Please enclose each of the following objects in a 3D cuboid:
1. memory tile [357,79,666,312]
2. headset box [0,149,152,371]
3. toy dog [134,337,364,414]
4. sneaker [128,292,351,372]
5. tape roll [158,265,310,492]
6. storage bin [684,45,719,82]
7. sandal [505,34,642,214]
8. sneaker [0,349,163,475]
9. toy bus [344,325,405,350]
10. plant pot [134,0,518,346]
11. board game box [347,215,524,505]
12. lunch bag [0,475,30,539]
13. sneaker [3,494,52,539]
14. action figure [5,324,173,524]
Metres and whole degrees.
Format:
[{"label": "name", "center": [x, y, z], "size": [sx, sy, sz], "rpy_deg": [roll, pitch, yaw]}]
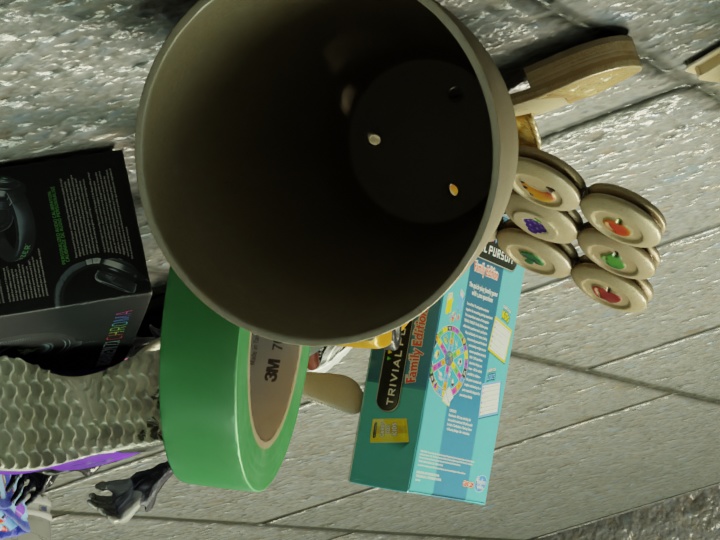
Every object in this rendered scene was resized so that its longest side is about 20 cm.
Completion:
[{"label": "memory tile", "center": [0.082, -0.041, 1.453], "size": [0.200, 0.017, 0.153], "rpy_deg": [25, 160, 11]}, {"label": "headset box", "center": [-0.238, 0.012, 1.484], "size": [0.200, 0.093, 0.174], "rpy_deg": [-9, 165, -16]}, {"label": "toy dog", "center": [-0.055, 0.063, 1.680], "size": [0.132, 0.096, 0.200], "rpy_deg": [8, -143, 31]}, {"label": "sneaker", "center": [-0.091, 0.042, 1.784], "size": [0.200, 0.080, 0.086], "rpy_deg": [-16, 156, -12]}, {"label": "tape roll", "center": [-0.070, 0.030, 1.486], "size": [0.048, 0.201, 0.200], "rpy_deg": [6, 169, 10]}, {"label": "storage bin", "center": [0.305, -0.062, 1.485], "size": [0.094, 0.200, 0.198], "rpy_deg": [-5, 164, -38]}, {"label": "sandal", "center": [0.083, -0.070, 1.500], "size": [0.211, 0.070, 0.078], "rpy_deg": [-24, 169, 36]}, {"label": "sneaker", "center": [-0.196, 0.095, 1.509], "size": [0.200, 0.070, 0.099], "rpy_deg": [0, 163, -38]}, {"label": "toy bus", "center": [0.000, 0.000, 1.540], "size": [0.065, 0.078, 0.200], "rpy_deg": [3, -167, 11]}, {"label": "plant pot", "center": [0.007, -0.064, 1.295], "size": [0.187, 0.188, 0.200], "rpy_deg": [-18, 179, 18]}, {"label": "board game box", "center": [0.056, 0.054, 1.707], "size": [0.047, 0.200, 0.151], "rpy_deg": [8, 175, 23]}, {"label": "lunch bag", "center": [-0.281, 0.095, 1.650], "size": [0.094, 0.151, 0.200], "rpy_deg": [-12, 166, -8]}, {"label": "sneaker", "center": [-0.363, 0.254, 2.337], "size": [0.200, 0.082, 0.075], "rpy_deg": [1, 160, -45]}, {"label": "action figure", "center": [-0.166, 0.101, 1.687], "size": [0.102, 0.119, 0.200], "rpy_deg": [-37, 160, 34]}]
